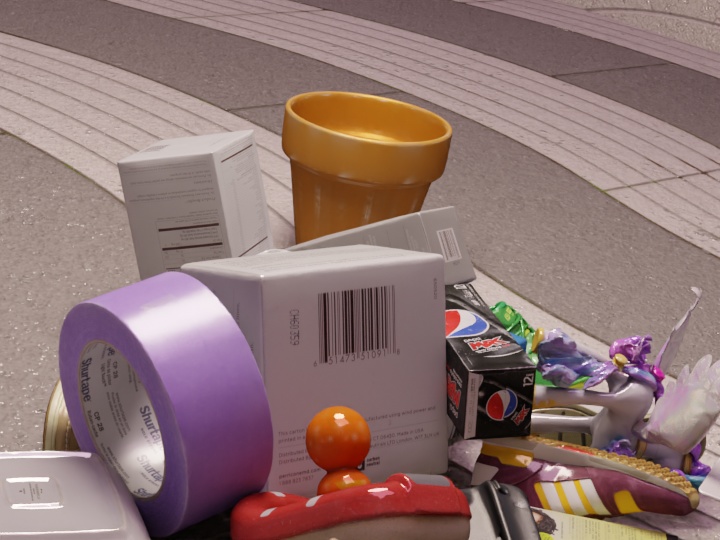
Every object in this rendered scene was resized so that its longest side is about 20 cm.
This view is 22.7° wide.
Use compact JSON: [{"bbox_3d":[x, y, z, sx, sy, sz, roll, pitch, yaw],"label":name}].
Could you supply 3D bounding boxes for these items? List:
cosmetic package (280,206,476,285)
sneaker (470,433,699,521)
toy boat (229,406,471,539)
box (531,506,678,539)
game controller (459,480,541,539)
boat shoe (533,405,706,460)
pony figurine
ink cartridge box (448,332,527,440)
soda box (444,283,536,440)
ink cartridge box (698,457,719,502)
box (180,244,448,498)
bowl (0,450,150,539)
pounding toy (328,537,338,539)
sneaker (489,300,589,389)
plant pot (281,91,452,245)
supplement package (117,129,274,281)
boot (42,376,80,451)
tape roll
[{"bbox_3d":[0.000,0.000,1.793,0.199,0.091,0.107,-18,-1,25],"label":"cosmetic package"},{"bbox_3d":[0.192,0.199,1.551,0.199,0.091,0.075,12,-1,25],"label":"sneaker"},{"bbox_3d":[-0.014,0.171,1.387,0.199,0.132,0.130,-20,-21,41],"label":"toy boat"},{"bbox_3d":[0.165,0.238,1.489,0.199,0.050,0.075,11,20,2],"label":"box"},{"bbox_3d":[0.099,0.243,1.394,0.104,0.042,0.200,-13,39,-2],"label":"game controller"},{"bbox_3d":[0.225,0.161,1.712,0.199,0.075,0.068,5,0,-6],"label":"boat shoe"},{"bbox_3d":[0.245,0.118,1.619,0.199,0.194,0.167,14,29,-5],"label":"pony figurine"},{"bbox_3d":[0.048,0.102,1.757,0.144,0.085,0.200,22,23,33],"label":"ink cartridge box"},{"bbox_3d":[0.096,0.078,1.610,0.063,0.071,0.200,-3,21,-14],"label":"soda box"},{"bbox_3d":[0.388,0.236,1.545,0.199,0.067,0.116,22,23,19],"label":"ink cartridge box"},{"bbox_3d":[-0.039,0.086,1.555,0.198,0.201,0.130,-7,9,-35],"label":"box"},{"bbox_3d":[-0.254,0.201,1.368,0.199,0.075,0.200,1,23,-19],"label":"bowl"},{"bbox_3d":[0.089,0.278,1.205,0.183,0.143,0.200,-3,24,-33],"label":"pounding toy"},{"bbox_3d":[0.156,0.079,1.871,0.199,0.084,0.074,12,19,6],"label":"sneaker"},{"bbox_3d":[-0.003,-0.097,2.135,0.199,0.184,0.200,8,20,-3],"label":"plant pot"},{"bbox_3d":[-0.159,-0.030,1.824,0.109,0.201,0.114,-4,14,21],"label":"supplement package"},{"bbox_3d":[-0.186,0.129,1.604,0.154,0.072,0.200,16,20,10],"label":"boot"},{"bbox_3d":[-0.161,0.108,1.456,0.085,0.201,0.200,-21,34,-32],"label":"tape roll"}]
